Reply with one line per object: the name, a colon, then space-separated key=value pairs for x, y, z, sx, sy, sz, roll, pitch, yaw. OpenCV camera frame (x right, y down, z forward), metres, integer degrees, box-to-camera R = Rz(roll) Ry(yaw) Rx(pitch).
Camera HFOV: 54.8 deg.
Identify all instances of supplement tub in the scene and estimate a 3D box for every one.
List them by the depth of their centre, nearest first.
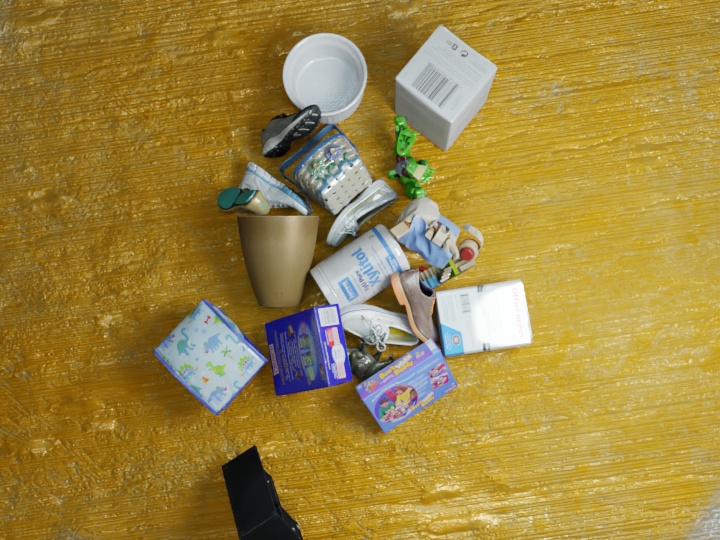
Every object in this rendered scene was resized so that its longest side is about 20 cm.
supplement tub: x=0.000 y=0.000 z=1.571 sx=0.199 sy=0.132 sz=0.133 roll=-34 pitch=82 yaw=-3

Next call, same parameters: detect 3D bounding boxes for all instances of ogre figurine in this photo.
ogre figurine: x=0.111 y=-0.245 z=1.608 sx=0.098 sy=0.120 sz=0.201 roll=-34 pitch=84 yaw=-7

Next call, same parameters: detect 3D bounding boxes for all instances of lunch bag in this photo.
lunch bag: x=-0.329 y=0.195 z=1.557 sx=0.200 sy=0.128 sz=0.170 roll=41 pitch=85 yaw=17

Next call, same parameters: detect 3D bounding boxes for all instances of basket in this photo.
basket: x=-0.078 y=-0.244 z=1.614 sx=0.176 sy=0.139 sz=0.200 roll=-43 pitch=48 yaw=-5

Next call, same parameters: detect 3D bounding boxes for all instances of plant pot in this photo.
plant pot: x=-0.187 y=-0.022 z=1.570 sx=0.184 sy=0.186 sz=0.203 roll=1 pitch=94 yaw=2

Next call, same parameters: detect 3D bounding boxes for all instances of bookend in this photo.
bookend: x=-0.198 y=0.526 z=1.510 sx=0.092 sy=0.199 sz=0.201 roll=-31 pitch=126 yaw=-3

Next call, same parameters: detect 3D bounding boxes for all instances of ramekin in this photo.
ramekin: x=-0.081 y=-0.449 z=1.654 sx=0.198 sy=0.098 sz=0.203 roll=0 pitch=82 yaw=2

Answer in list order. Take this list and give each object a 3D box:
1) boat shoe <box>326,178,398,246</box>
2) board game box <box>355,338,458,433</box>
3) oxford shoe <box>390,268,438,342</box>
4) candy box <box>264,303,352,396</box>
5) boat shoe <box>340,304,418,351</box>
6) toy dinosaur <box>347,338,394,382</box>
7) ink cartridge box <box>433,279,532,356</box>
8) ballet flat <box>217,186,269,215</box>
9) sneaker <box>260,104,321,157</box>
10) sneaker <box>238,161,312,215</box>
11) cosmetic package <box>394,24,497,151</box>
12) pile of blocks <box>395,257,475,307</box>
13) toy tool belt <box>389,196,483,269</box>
boat shoe: x=0.000 y=-0.126 z=1.619 sx=0.065 sy=0.075 sz=0.202 roll=43 pitch=78 yaw=11
board game box: x=0.104 y=0.256 z=1.532 sx=0.199 sy=0.135 sz=0.045 roll=-32 pitch=39 yaw=-3
oxford shoe: x=0.138 y=0.084 z=1.536 sx=0.072 sy=0.072 sz=0.201 roll=-21 pitch=119 yaw=17
candy box: x=-0.118 y=0.176 z=1.520 sx=0.076 sy=0.199 sz=0.171 roll=-4 pitch=80 yaw=-43
boat shoe: x=0.041 y=0.137 z=1.539 sx=0.200 sy=0.087 sz=0.075 roll=13 pitch=125 yaw=-23
toy dinosaur: x=0.015 y=0.213 z=1.578 sx=0.199 sy=0.077 sz=0.103 roll=29 pitch=104 yaw=-10
ink cartridge box: x=0.273 y=0.109 z=1.569 sx=0.197 sy=0.084 sz=0.148 roll=-7 pitch=82 yaw=0
ballet flat: x=-0.271 y=-0.150 z=1.598 sx=0.063 sy=0.199 sz=0.069 roll=43 pitch=75 yaw=-30
sneaker: x=-0.170 y=-0.335 z=1.608 sx=0.199 sy=0.074 sz=0.080 roll=-26 pitch=79 yaw=41
sneaker: x=-0.203 y=-0.171 z=1.637 sx=0.199 sy=0.075 sz=0.087 roll=34 pitch=92 yaw=17
cosmetic package: x=0.189 y=-0.410 z=1.587 sx=0.164 sy=0.200 sz=0.165 roll=39 pitch=85 yaw=7
pile of blocks: x=0.162 y=0.008 z=1.588 sx=0.199 sy=0.082 sz=0.063 roll=-30 pitch=82 yaw=-2
toy tool belt: x=0.162 y=-0.060 z=1.511 sx=0.199 sy=0.125 sz=0.123 roll=32 pitch=40 yaw=0
